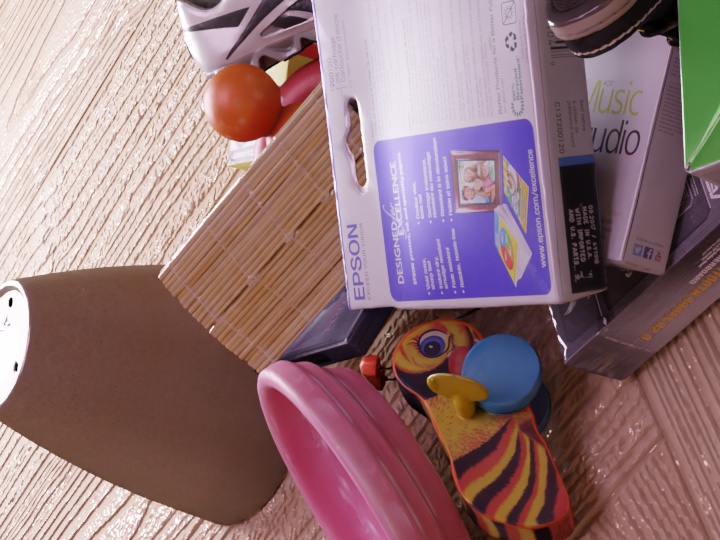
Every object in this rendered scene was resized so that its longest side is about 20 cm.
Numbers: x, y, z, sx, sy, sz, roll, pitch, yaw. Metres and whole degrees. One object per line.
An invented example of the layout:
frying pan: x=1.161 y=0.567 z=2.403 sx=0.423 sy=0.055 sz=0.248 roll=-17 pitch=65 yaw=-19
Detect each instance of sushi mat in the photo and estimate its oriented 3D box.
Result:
sushi mat: x=-0.042 y=-0.025 z=1.427 sx=0.200 sy=0.096 sz=0.012 roll=-47 pitch=0 yaw=33

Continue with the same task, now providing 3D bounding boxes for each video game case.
video game case: x=0.000 y=0.000 z=1.464 sx=0.144 sy=0.019 sz=0.200 roll=-59 pitch=11 yaw=-16

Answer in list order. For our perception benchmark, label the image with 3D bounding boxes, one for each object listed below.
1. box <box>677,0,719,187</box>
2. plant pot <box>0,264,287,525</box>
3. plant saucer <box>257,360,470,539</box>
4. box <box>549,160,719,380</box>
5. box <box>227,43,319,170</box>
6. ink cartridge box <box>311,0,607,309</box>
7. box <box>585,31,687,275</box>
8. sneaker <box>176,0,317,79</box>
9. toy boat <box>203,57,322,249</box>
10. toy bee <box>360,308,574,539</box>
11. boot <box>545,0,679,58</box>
box: x=0.234 y=-0.123 z=1.081 sx=0.096 sy=0.176 sz=0.202 roll=-18 pitch=62 yaw=41
plant pot: x=-0.166 y=0.073 z=1.621 sx=0.187 sy=0.199 sz=0.189 roll=-26 pitch=58 yaw=51
plant saucer: x=0.010 y=0.135 z=1.376 sx=0.051 sy=0.202 sz=0.200 roll=-32 pitch=32 yaw=-13
box: x=0.158 y=-0.064 z=1.305 sx=0.158 sy=0.048 sz=0.201 roll=-48 pitch=42 yaw=38
box: x=-0.046 y=-0.171 z=1.665 sx=0.075 sy=0.050 sz=0.202 roll=-4 pitch=75 yaw=58
ink cartridge box: x=0.052 y=-0.080 z=1.280 sx=0.199 sy=0.043 sz=0.200 roll=-3 pitch=94 yaw=54
box: x=0.136 y=-0.104 z=1.276 sx=0.144 sy=0.036 sz=0.202 roll=9 pitch=84 yaw=57
sneaker: x=-0.039 y=-0.201 z=1.570 sx=0.199 sy=0.089 sz=0.074 roll=-28 pitch=10 yaw=15
toy boat: x=-0.045 y=-0.091 z=1.513 sx=0.131 sy=0.130 sz=0.200 roll=-56 pitch=12 yaw=11
toy bee: x=0.059 y=0.076 z=1.354 sx=0.201 sy=0.108 sz=0.132 roll=-97 pitch=-9 yaw=-49
boot: x=0.172 y=-0.113 z=1.140 sx=0.073 sy=0.151 sz=0.200 roll=-19 pitch=18 yaw=33
